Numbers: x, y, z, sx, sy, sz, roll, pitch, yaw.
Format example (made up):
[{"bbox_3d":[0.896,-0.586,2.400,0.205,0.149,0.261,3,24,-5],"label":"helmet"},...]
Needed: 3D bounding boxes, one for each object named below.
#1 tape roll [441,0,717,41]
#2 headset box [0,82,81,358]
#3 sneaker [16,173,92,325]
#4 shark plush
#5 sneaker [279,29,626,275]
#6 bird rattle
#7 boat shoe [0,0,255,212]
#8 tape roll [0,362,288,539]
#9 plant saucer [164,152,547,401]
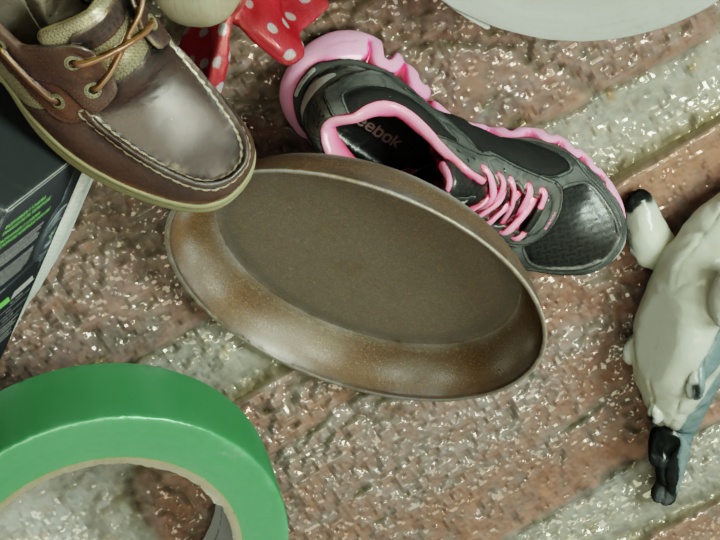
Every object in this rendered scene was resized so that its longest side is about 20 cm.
[{"bbox_3d":[0.102,-0.203,1.110,0.202,0.071,0.203,2,137,2],"label":"tape roll"},{"bbox_3d":[-0.244,-0.024,1.130,0.174,0.093,0.200,31,121,7],"label":"headset box"},{"bbox_3d":[-0.196,-0.020,1.204,0.088,0.075,0.200,31,109,-5],"label":"sneaker"},{"bbox_3d":[0.193,0.042,1.274,0.083,0.091,0.201,-10,112,-36],"label":"shark plush"},{"bbox_3d":[0.051,-0.044,1.202,0.200,0.095,0.079,25,106,-17],"label":"sneaker"},{"bbox_3d":[-0.079,-0.174,1.104,0.112,0.163,0.201,7,105,11],"label":"bird rattle"},{"bbox_3d":[-0.126,-0.102,1.065,0.200,0.072,0.072,43,72,-6],"label":"boat shoe"},{"bbox_3d":[-0.139,0.142,1.263,0.200,0.048,0.201,-8,127,-11],"label":"tape roll"},{"bbox_3d":[0.000,0.000,1.199,0.200,0.032,0.200,14,149,8],"label":"plant saucer"}]
